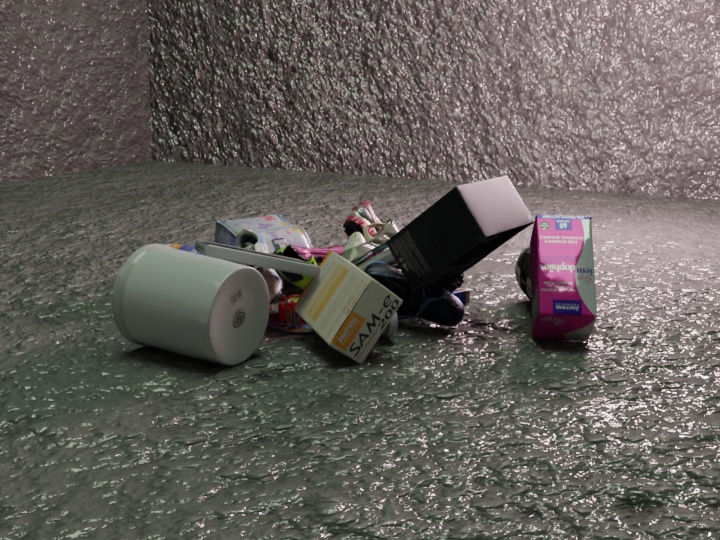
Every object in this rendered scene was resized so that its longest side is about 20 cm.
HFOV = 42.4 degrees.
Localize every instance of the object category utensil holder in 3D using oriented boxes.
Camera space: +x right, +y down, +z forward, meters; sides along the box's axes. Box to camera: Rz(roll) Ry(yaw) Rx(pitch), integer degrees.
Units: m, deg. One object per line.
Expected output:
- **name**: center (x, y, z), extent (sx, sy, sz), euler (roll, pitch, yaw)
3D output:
- **utensil holder**: center (-0.270, 0.057, 1.499), extent (0.198, 0.172, 0.169), euler (12, 16, 30)

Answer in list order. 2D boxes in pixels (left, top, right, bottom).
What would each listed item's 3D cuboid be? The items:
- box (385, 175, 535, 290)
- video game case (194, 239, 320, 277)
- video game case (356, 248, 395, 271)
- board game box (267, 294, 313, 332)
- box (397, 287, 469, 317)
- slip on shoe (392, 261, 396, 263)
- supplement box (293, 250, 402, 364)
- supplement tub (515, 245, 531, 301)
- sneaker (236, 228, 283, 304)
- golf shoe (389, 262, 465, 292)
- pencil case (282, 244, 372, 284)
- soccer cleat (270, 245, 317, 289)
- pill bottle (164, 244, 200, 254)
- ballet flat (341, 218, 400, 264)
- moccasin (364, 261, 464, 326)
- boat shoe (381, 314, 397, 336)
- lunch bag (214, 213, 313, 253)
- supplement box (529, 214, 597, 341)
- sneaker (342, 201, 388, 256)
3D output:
- **box**: center (0.180, -0.069, 1.654), extent (0.182, 0.105, 0.199), euler (-37, -11, 35)
- **video game case**: center (-0.185, -0.022, 1.633), extent (0.197, 0.024, 0.182), euler (12, 1, -17)
- **video game case**: center (0.000, 0.000, 1.814), extent (0.198, 0.022, 0.182), euler (-28, 2, 0)
- **board game box**: center (-0.117, 0.068, 1.730), extent (0.199, 0.039, 0.157), euler (14, 18, 43)
- **box**: center (0.107, 0.054, 1.841), extent (0.198, 0.033, 0.120), euler (-11, 18, -40)
- **slip on shoe**: center (0.077, 0.003, 1.915), extent (0.198, 0.061, 0.076), euler (-30, 9, 10)
- **supplement box**: center (-0.025, 0.057, 1.549), extent (0.073, 0.127, 0.200), euler (33, 2, -26)
- **supplement tub**: center (0.376, 0.018, 1.808), extent (0.121, 0.124, 0.200), euler (1, 12, -1)
- **sneaker**: center (-0.199, -0.005, 1.758), extent (0.072, 0.073, 0.201), euler (-37, 40, 8)
- **golf shoe**: center (0.101, 0.009, 1.788), extent (0.197, 0.079, 0.094), euler (-5, 15, -15)
- **pencil case**: center (-0.074, -0.016, 1.942), extent (0.198, 0.092, 0.094), euler (-3, -20, -34)
- **soccer cleat**: center (-0.161, -0.014, 1.838), extent (0.198, 0.082, 0.068), euler (11, 40, 32)
- **pill bottle**: center (-0.342, 0.006, 1.828), extent (0.197, 0.114, 0.112), euler (5, 13, 12)
- **ballet flat**: center (0.009, -0.056, 1.913), extent (0.199, 0.064, 0.067), euler (-28, 1, -43)
- **moccasin**: center (0.091, 0.054, 1.678), extent (0.198, 0.081, 0.068), euler (22, 20, 6)
- **boat shoe**: center (0.000, 0.072, 1.651), extent (0.069, 0.072, 0.200), euler (-6, 17, -23)
- **lunch bag**: center (-0.203, -0.040, 2.017), extent (0.168, 0.129, 0.200), euler (-8, 31, -34)
- **supplement box**: center (0.355, 0.012, 1.634), extent (0.100, 0.202, 0.104), euler (1, -28, 4)
- **sneaker**: center (0.045, -0.064, 2.038), extent (0.080, 0.201, 0.075), euler (-4, 45, 41)
